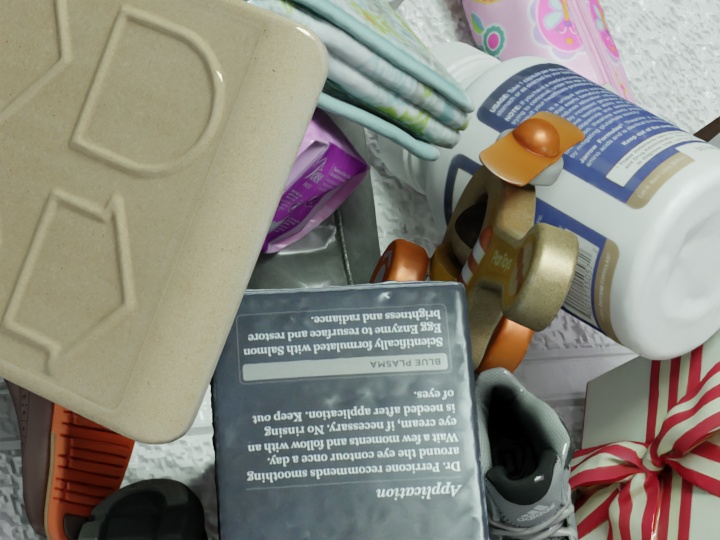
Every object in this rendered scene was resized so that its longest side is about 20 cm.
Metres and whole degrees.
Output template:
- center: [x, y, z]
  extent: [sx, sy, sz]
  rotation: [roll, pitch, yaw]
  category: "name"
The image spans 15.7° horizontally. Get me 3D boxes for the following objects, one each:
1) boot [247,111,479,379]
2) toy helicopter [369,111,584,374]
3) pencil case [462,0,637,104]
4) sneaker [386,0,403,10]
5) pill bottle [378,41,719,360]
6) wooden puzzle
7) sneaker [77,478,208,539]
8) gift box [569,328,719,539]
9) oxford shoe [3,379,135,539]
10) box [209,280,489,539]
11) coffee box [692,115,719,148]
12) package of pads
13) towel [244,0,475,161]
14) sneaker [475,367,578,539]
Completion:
- center: [0.002, -0.001, 1.352]
  extent: [0.181, 0.073, 0.201]
  rotation: [9, 56, -35]
  category: "boot"
- center: [0.072, -0.013, 1.224]
  extent: [0.078, 0.200, 0.133]
  rotation: [23, 91, -11]
  category: "toy helicopter"
- center: [0.110, -0.126, 1.486]
  extent: [0.087, 0.087, 0.201]
  rotation: [-5, 69, -40]
  category: "pencil case"
- center: [-0.038, -0.159, 1.387]
  extent: [0.199, 0.085, 0.073]
  rotation: [-22, 83, -42]
  category: "sneaker"
- center: [0.106, -0.044, 1.364]
  extent: [0.111, 0.112, 0.200]
  rotation: [-15, 37, -42]
  category: "pill bottle"
- center: [-0.126, -0.045, 1.124]
  extent: [0.199, 0.186, 0.046]
  rotation: [23, 4, 20]
  category: "wooden puzzle"
- center: [-0.099, 0.183, 1.146]
  extent: [0.201, 0.075, 0.080]
  rotation: [-69, 147, -48]
  category: "sneaker"
- center: [0.217, 0.135, 1.362]
  extent: [0.186, 0.184, 0.201]
  rotation: [28, 48, -26]
  category: "gift box"
- center: [-0.146, 0.031, 1.223]
  extent: [0.071, 0.072, 0.202]
  rotation: [30, 59, -64]
  category: "oxford shoe"
- center: [-0.006, 0.137, 1.156]
  extent: [0.116, 0.197, 0.201]
  rotation: [-3, 65, -3]
  category: "box"
- center: [0.281, -0.065, 1.506]
  extent: [0.114, 0.200, 0.080]
  rotation: [15, 57, -32]
  category: "coffee box"
- center: [-0.090, -0.102, 1.262]
  extent: [0.200, 0.076, 0.120]
  rotation: [48, 6, 13]
  category: "package of pads"
- center: [-0.044, -0.138, 1.233]
  extent: [0.200, 0.048, 0.171]
  rotation: [28, 19, -52]
  category: "towel"
- center: [0.079, 0.138, 1.210]
  extent: [0.074, 0.116, 0.201]
  rotation: [-16, 68, -4]
  category: "sneaker"
